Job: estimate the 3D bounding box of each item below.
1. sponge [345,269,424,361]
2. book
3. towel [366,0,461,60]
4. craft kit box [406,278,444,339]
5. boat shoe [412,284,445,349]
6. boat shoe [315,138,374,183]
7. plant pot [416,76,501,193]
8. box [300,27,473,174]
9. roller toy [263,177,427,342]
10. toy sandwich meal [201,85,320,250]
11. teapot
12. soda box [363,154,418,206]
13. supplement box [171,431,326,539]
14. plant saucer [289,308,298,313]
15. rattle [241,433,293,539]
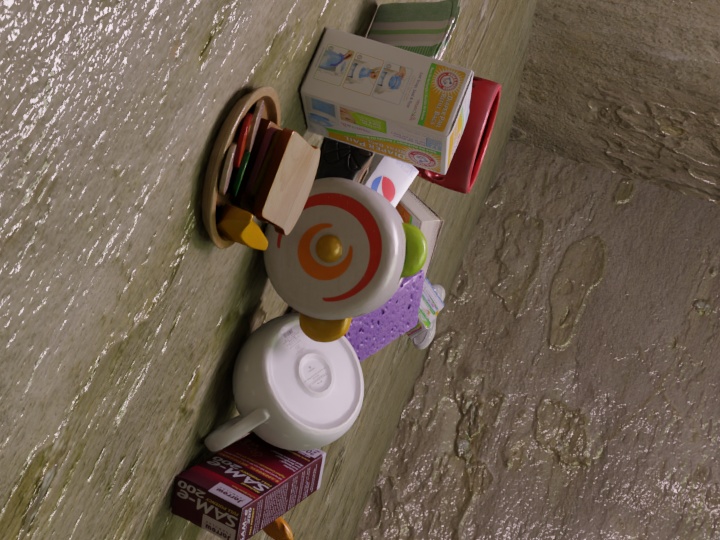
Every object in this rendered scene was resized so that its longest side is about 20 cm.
[{"bbox_3d":[0.028,0.079,1.757,0.200,0.030,0.112,-30,138,-41],"label":"sponge"},{"bbox_3d":[0.058,-0.076,1.873,0.048,0.200,0.134,-5,125,-29],"label":"book"},{"bbox_3d":[0.050,-0.296,1.539,0.023,0.152,0.201,41,65,-47],"label":"towel"},{"bbox_3d":[0.075,0.017,2.074,0.048,0.201,0.197,-34,-179,15],"label":"craft kit box"},{"bbox_3d":[0.194,0.136,3.223,0.068,0.072,0.201,10,105,-58],"label":"boat shoe"},{"bbox_3d":[-0.025,-0.150,1.586,0.201,0.075,0.074,-63,174,-2],"label":"boat shoe"},{"bbox_3d":[0.136,-0.254,1.913,0.200,0.181,0.202,18,90,-79],"label":"plant pot"},{"bbox_3d":[0.036,-0.217,1.405,0.113,0.199,0.102,81,30,-69],"label":"box"},{"bbox_3d":[-0.033,-0.026,1.428,0.200,0.183,0.140,-42,174,7],"label":"roller toy"},{"bbox_3d":[-0.108,-0.105,1.204,0.205,0.070,0.206,18,90,-80],"label":"toy sandwich meal"},{"bbox_3d":[-0.104,0.164,1.487,0.146,0.199,0.199,-31,-131,44],"label":"teapot"},{"bbox_3d":[0.004,-0.093,1.663,0.200,0.064,0.068,-56,-160,-23],"label":"soda box"},{"bbox_3d":[-0.144,0.280,1.443,0.200,0.108,0.061,-24,129,-58],"label":"supplement box"},{"bbox_3d":[-0.100,0.120,1.723,0.200,0.036,0.202,19,90,-80],"label":"plant saucer"},{"bbox_3d":[-0.129,0.293,1.607,0.200,0.142,0.131,-40,127,-59],"label":"rattle"}]
